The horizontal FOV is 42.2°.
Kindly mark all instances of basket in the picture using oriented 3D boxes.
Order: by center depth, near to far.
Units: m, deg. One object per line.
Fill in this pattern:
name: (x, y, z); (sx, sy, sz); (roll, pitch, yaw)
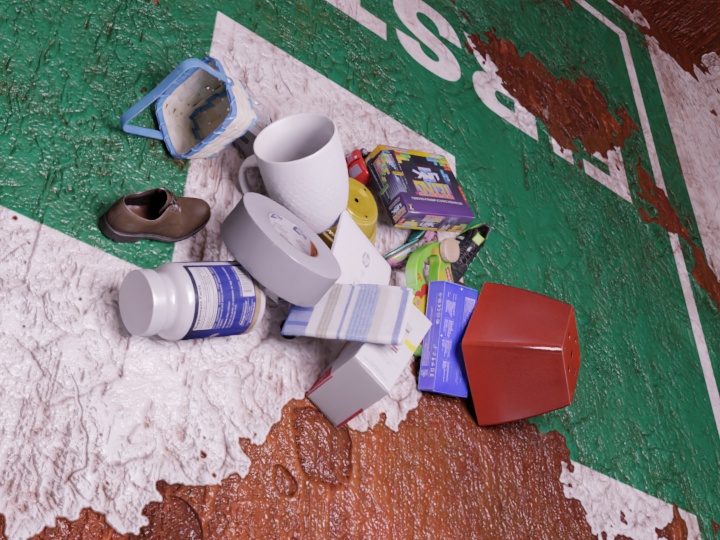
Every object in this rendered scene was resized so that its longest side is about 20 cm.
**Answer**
basket: (-0.284, -0.271, 1.564); (0.199, 0.175, 0.140); (5, 55, -64)

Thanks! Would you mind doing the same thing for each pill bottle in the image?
pill bottle: (-0.250, 0.044, 1.392); (0.198, 0.116, 0.117); (-1, 61, -45)

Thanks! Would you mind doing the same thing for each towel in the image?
towel: (-0.017, 0.069, 1.508); (0.197, 0.024, 0.148); (4, 34, 9)

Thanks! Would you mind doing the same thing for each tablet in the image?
tablet: (0.000, 0.000, 1.661); (0.200, 0.013, 0.132); (50, 47, -49)

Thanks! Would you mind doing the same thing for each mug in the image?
mug: (-0.116, -0.157, 1.623); (0.149, 0.197, 0.177); (-76, 157, -46)

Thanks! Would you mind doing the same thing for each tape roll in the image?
tape roll: (-0.126, -0.033, 1.482); (0.200, 0.066, 0.201); (38, 16, -13)

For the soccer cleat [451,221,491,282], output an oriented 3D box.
soccer cleat: (0.216, -0.042, 1.945); (0.068, 0.081, 0.200); (46, 39, -5)

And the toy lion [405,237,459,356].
toy lion: (0.132, 0.058, 1.766); (0.191, 0.068, 0.203); (-26, 103, -48)

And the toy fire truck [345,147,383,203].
toy fire truck: (0.064, -0.169, 1.920); (0.198, 0.049, 0.142); (6, 56, -42)

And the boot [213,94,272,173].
boot: (-0.181, -0.255, 1.723); (0.200, 0.073, 0.096); (46, 46, -5)

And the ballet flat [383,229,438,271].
ballet flat: (0.110, -0.036, 1.856); (0.072, 0.069, 0.200); (60, 36, -8)

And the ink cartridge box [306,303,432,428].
ink cartridge box: (0.017, 0.147, 1.553); (0.083, 0.145, 0.200); (45, 39, -4)

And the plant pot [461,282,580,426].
plant pot: (0.310, 0.157, 1.743); (0.201, 0.174, 0.202); (-59, 141, -49)

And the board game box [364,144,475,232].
board game box: (0.121, -0.163, 1.880); (0.198, 0.057, 0.167); (2, 55, -43)

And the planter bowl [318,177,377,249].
planter bowl: (-0.028, -0.113, 1.759); (0.199, 0.083, 0.202); (26, 45, -29)

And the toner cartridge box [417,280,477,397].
toner cartridge box: (0.162, 0.127, 1.723); (0.094, 0.043, 0.203); (17, 76, -41)

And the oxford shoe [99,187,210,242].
oxford shoe: (-0.305, -0.091, 1.470); (0.199, 0.084, 0.073); (-14, 69, -51)

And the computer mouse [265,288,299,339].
computer mouse: (-0.141, 0.024, 1.574); (0.201, 0.044, 0.109); (57, 36, 2)
